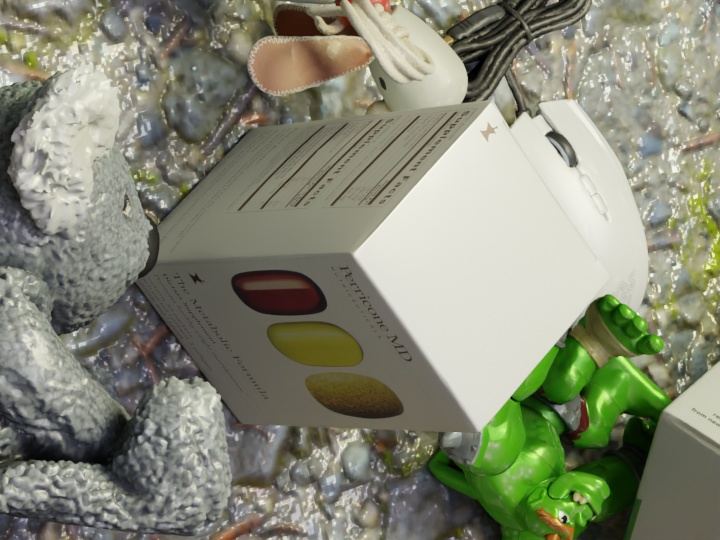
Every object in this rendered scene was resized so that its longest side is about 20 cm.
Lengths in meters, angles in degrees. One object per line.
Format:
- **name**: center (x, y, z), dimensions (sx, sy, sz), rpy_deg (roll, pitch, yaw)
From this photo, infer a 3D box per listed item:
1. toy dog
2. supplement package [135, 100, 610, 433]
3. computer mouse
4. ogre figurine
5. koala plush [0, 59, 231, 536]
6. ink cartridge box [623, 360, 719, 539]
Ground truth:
- **toy dog**: center (-0.048, -0.132, 1.396), dimensions (0.096, 0.132, 0.200), rpy_deg (-43, 82, 14)
- **supplement package**: center (0.000, 0.000, 1.367), dimensions (0.110, 0.200, 0.114), rpy_deg (-47, 114, -27)
- **computer mouse**: center (0.111, -0.053, 1.534), dimensions (0.109, 0.044, 0.201), rpy_deg (-33, 107, -31)
- **ogre figurine**: center (0.104, 0.083, 1.499), dimensions (0.098, 0.200, 0.120), rpy_deg (39, 78, 19)
- **koala plush**: center (-0.156, 0.007, 1.281), dimensions (0.183, 0.177, 0.201), rpy_deg (8, 88, -25)
- **ink cartridge box**: center (0.236, 0.097, 1.550), dimensions (0.200, 0.083, 0.147), rpy_deg (-35, 148, -39)
